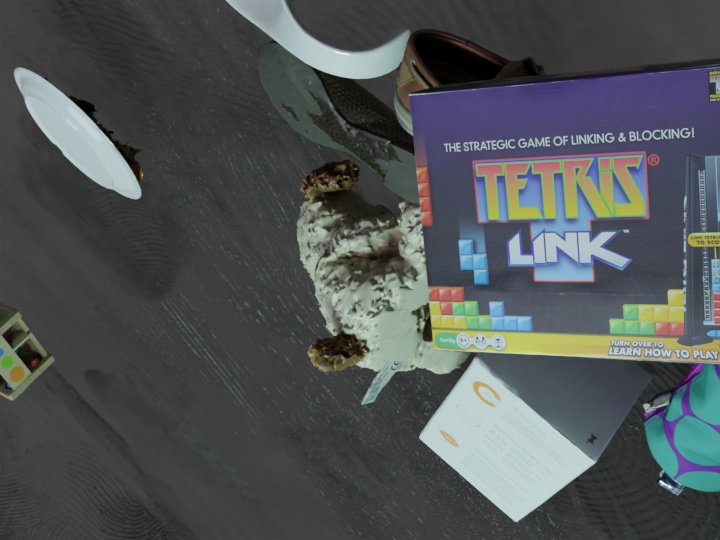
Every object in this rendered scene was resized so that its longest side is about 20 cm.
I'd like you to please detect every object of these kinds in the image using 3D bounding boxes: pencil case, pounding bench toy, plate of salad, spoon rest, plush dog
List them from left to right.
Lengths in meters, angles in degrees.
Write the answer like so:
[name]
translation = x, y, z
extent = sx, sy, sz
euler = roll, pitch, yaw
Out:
[pounding bench toy]
translation = -0.765, 0.166, 2.189
extent = 0.198, 0.124, 0.157
euler = 13, 140, 45
[plate of salad]
translation = -0.323, -0.164, 1.212
extent = 0.199, 0.048, 0.201
euler = 38, 162, 14
[spoon rest]
translation = -0.057, -0.208, 0.773
extent = 0.199, 0.061, 0.100
euler = 37, 152, 13
[plush dog]
translation = 0.000, 0.000, 0.918
extent = 0.172, 0.159, 0.202
euler = 55, 164, 41
[pencil case]
translation = 0.257, 0.079, 0.713
extent = 0.091, 0.086, 0.201
euler = 21, 147, 11

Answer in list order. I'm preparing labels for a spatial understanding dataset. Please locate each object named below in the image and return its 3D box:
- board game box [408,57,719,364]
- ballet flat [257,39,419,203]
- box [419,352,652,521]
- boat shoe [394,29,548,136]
[board game box]
translation = 0.133, -0.034, 0.624
extent = 0.197, 0.057, 0.168
euler = 0, 105, 30
[ballet flat]
translation = -0.004, -0.125, 0.839
extent = 0.199, 0.046, 0.068
euler = 37, 138, 21
[box]
translation = 0.146, 0.122, 0.911
extent = 0.124, 0.098, 0.201
euler = 39, 153, 9
[boat shoe]
translation = 0.101, -0.101, 0.690
extent = 0.198, 0.076, 0.072
euler = 28, 147, 25
